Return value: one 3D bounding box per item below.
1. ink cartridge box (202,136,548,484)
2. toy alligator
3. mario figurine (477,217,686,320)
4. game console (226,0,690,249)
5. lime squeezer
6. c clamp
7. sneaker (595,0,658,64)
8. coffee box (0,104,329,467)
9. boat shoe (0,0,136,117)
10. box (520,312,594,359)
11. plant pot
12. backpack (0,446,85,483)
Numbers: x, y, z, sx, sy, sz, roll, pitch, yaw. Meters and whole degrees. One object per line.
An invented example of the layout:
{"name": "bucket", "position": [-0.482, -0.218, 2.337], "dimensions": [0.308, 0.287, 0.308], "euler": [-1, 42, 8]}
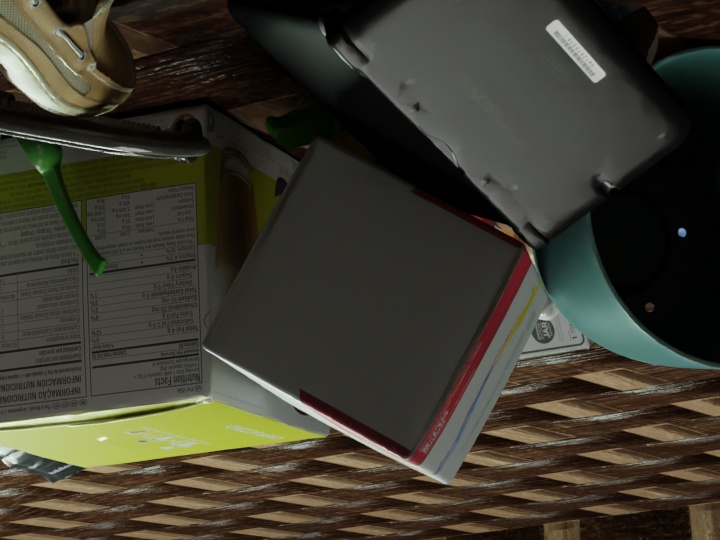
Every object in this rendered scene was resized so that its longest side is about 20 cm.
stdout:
{"name": "ink cartridge box", "position": [0.016, 0.031, 1.388], "dimensions": [0.145, 0.145, 0.200], "euler": [27, 176, 13]}
{"name": "toy alligator", "position": [0.026, -0.091, 1.458], "dimensions": [0.199, 0.059, 0.054], "euler": [10, 120, -41]}
{"name": "mario figurine", "position": [0.159, -0.031, 1.599], "dimensions": [0.199, 0.124, 0.106], "euler": [-7, 179, 0]}
{"name": "game console", "position": [0.055, -0.115, 1.276], "dimensions": [0.176, 0.117, 0.200], "euler": [-37, 127, 16]}
{"name": "lime squeezer", "position": [-0.237, -0.068, 1.471], "dimensions": [0.199, 0.071, 0.038], "euler": [24, -170, 13]}
{"name": "c clamp", "position": [-0.172, -0.089, 1.338], "dimensions": [0.199, 0.027, 0.171], "euler": [12, -175, 21]}
{"name": "sneaker", "position": [0.123, -0.119, 1.363], "dimensions": [0.086, 0.075, 0.200], "euler": [-24, 177, -34]}
{"name": "coffee box", "position": [-0.150, 0.019, 1.555], "dimensions": [0.199, 0.199, 0.200], "euler": [-8, 166, 20]}
{"name": "boat shoe", "position": [-0.159, -0.136, 1.209], "dimensions": [0.076, 0.072, 0.200], "euler": [-24, 162, 16]}
{"name": "box", "position": [0.080, 0.013, 1.739], "dimensions": [0.199, 0.117, 0.060], "euler": [-11, -172, 26]}
{"name": "plant pot", "position": [0.201, -0.030, 1.463], "dimensions": [0.200, 0.202, 0.161], "euler": [2, 173, -19]}
{"name": "backpack", "position": [-0.237, 0.085, 1.914], "dimensions": [0.199, 0.155, 0.190], "euler": [-18, 169, 30]}
